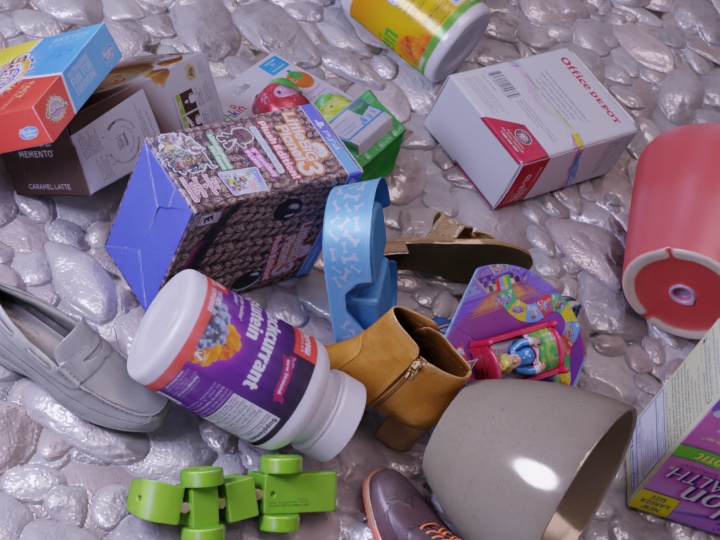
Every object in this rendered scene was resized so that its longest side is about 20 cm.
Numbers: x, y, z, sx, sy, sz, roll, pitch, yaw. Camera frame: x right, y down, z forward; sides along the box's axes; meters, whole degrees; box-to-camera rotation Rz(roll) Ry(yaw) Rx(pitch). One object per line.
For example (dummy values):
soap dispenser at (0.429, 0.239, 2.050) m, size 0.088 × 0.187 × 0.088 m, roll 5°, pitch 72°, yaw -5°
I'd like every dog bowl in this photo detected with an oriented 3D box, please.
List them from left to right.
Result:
dog bowl at (0.000, 0.000, 1.619) m, size 0.049 × 0.200 × 0.112 m, roll 2°, pitch 43°, yaw 11°

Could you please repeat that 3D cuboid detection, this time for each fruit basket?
fruit basket at (-0.060, -0.159, 1.799) m, size 0.200 × 0.094 × 0.185 m, roll 36°, pitch 44°, yaw 11°

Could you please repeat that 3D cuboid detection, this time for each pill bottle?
pill bottle at (-0.098, 0.092, 1.498) m, size 0.200 × 0.111 × 0.112 m, roll 31°, pitch 41°, yaw -21°
pill bottle at (0.048, -0.327, 1.994) m, size 0.200 × 0.111 × 0.111 m, roll 41°, pitch 45°, yaw 12°

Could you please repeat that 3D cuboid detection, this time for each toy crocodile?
toy crocodile at (-0.108, 0.199, 1.472) m, size 0.200 × 0.062 × 0.068 m, roll -3°, pitch 93°, yaw -31°

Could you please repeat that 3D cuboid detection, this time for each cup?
cup at (0.142, 0.180, 1.537) m, size 0.143 × 0.201 × 0.200 m, roll 29°, pitch 41°, yaw 20°

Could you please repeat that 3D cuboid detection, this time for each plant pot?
plant pot at (0.381, -0.034, 1.858) m, size 0.200 × 0.201 × 0.178 m, roll 28°, pitch 53°, yaw -1°

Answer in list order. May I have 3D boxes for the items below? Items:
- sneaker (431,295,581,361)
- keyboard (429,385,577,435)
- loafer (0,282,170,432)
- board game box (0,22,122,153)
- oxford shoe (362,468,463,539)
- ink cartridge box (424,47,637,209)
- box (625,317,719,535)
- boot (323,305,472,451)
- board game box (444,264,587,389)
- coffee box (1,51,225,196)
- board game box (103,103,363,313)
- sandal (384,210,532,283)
sneaker at (0.146, 0.052, 1.726) m, size 0.200 × 0.077 × 0.085 m, roll -17°, pitch 56°, yaw -38°
keyboard at (0.149, 0.144, 1.687) m, size 0.200 × 0.011 × 0.056 m, roll -6°, pitch 54°, yaw -32°
loafer at (-0.258, 0.077, 1.494) m, size 0.200 × 0.070 × 0.070 m, roll 28°, pitch 43°, yaw -1°
board game box at (-0.345, -0.163, 1.598) m, size 0.040 × 0.200 × 0.153 m, roll 63°, pitch 33°, yaw -29°
oxford shoe at (0.072, 0.251, 1.504) m, size 0.071 × 0.073 × 0.200 m, roll -16°, pitch 59°, yaw -37°
ink cartridge box at (0.200, -0.168, 1.947) m, size 0.200 × 0.083 × 0.146 m, roll -17°, pitch 60°, yaw -38°
box at (0.384, 0.167, 1.650) m, size 0.176 × 0.200 × 0.097 m, roll 19°, pitch 45°, yaw -11°
boot at (0.000, 0.076, 1.575) m, size 0.201 × 0.144 × 0.071 m, roll 32°, pitch 43°, yaw 3°
board game box at (0.156, 0.093, 1.644) m, size 0.158 × 0.039 × 0.200 m, roll 35°, pitch 68°, yaw -21°
coffee box at (-0.248, -0.148, 1.664) m, size 0.114 × 0.080 × 0.200 m, roll 1°, pitch 25°, yaw 39°
board game box at (-0.125, -0.060, 1.625) m, size 0.200 × 0.160 × 0.097 m, roll -16°, pitch 60°, yaw -36°
sandal at (0.081, -0.033, 1.767) m, size 0.211 × 0.078 × 0.070 m, roll -2°, pitch 57°, yaw -22°
